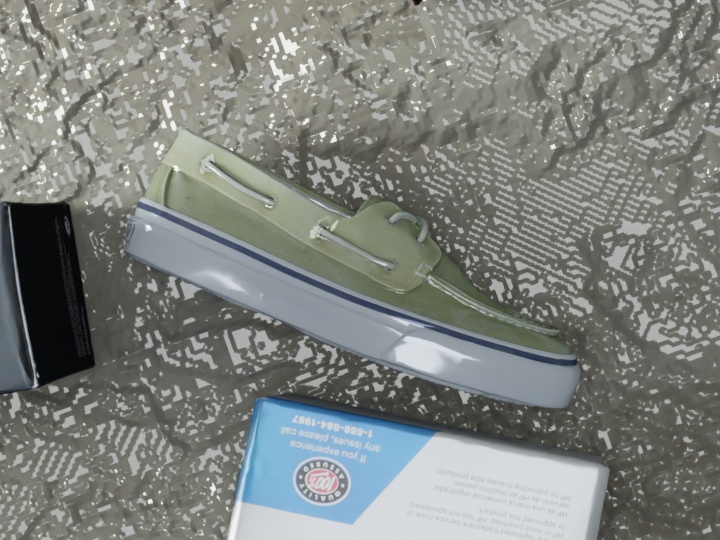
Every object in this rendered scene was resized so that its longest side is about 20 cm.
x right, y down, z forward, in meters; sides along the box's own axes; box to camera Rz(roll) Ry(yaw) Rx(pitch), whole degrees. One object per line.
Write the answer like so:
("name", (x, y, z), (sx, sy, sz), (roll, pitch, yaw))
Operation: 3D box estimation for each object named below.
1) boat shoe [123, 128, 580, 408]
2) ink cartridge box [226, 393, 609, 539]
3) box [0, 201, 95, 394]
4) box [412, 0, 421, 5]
("boat shoe", (0.000, 0.000, 1.167), (0.200, 0.072, 0.062), (21, 93, 7))
("ink cartridge box", (0.012, 0.161, 1.157), (0.145, 0.084, 0.200), (12, 89, 4))
("box", (-0.220, 0.024, 1.146), (0.200, 0.141, 0.079), (-10, 88, 4))
("box", (0.000, -0.220, 1.169), (0.100, 0.075, 0.200), (-38, 85, 3))
